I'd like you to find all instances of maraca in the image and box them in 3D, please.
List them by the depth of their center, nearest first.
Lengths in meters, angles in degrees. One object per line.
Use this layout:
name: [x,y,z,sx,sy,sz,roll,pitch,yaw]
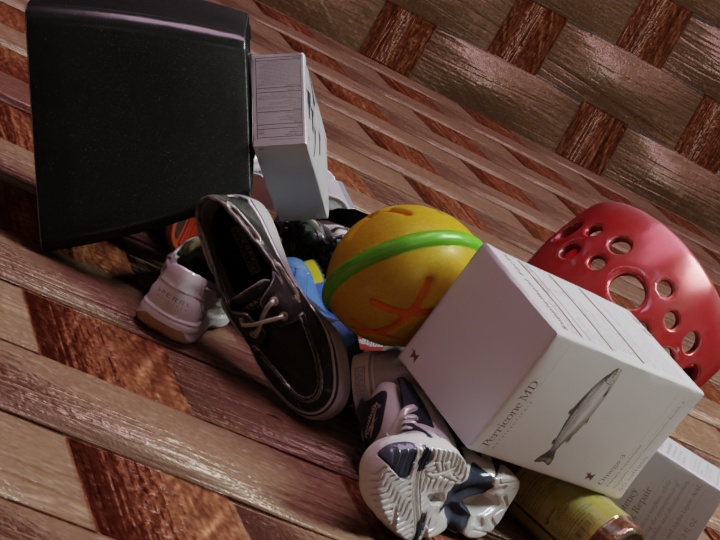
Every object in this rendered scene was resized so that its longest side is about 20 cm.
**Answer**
maraca: [0.040,0.011,1.513,0.200,0.136,0.108,49,25,-70]

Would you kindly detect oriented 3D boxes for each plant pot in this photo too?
plant pot: [-0.178,-0.138,1.586,0.175,0.202,0.200,-1,15,-2]
plant pot: [0.215,0.065,1.766,0.200,0.182,0.201,44,-24,25]

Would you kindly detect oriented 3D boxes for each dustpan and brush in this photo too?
dustpan and brush: [-0.110,-0.096,1.843,0.197,0.058,0.140,-3,15,-6]

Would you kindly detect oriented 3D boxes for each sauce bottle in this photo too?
sauce bottle: [0.145,0.177,1.537,0.066,0.066,0.200,14,22,-50]

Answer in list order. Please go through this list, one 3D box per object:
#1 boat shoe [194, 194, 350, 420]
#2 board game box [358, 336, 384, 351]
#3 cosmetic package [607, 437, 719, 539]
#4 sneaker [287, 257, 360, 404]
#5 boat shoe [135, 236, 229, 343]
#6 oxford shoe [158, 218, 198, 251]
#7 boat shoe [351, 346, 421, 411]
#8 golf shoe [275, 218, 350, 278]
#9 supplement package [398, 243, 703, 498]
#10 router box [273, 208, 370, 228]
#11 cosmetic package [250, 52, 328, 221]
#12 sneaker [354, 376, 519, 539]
boat shoe: [-0.077,0.030,1.489,0.201,0.070,0.064,61,19,15]
board game box: [-0.031,0.026,1.771,0.102,0.020,0.200,11,18,-32]
cosmetic package: [0.208,0.171,1.624,0.199,0.102,0.074,31,12,7]
sneaker: [-0.054,0.054,1.605,0.078,0.067,0.200,-3,31,-19]
boat shoe: [-0.131,0.006,1.568,0.070,0.070,0.200,28,12,-2]
oxford shoe: [-0.168,-0.053,1.733,0.072,0.072,0.200,27,2,4]
boat shoe: [0.047,0.088,1.564,0.068,0.073,0.200,-6,-9,15]
golf shoe: [0.000,0.000,1.715,0.094,0.079,0.200,6,21,-35]
supplement package: [0.150,0.082,1.467,0.199,0.117,0.118,21,23,-43]
router box: [0.028,-0.014,1.908,0.157,0.053,0.199,29,-3,-42]
cosmetic package: [-0.059,-0.112,1.633,0.050,0.084,0.200,-1,-16,4]
sneaker: [0.026,0.134,1.410,0.129,0.080,0.198,36,14,31]
